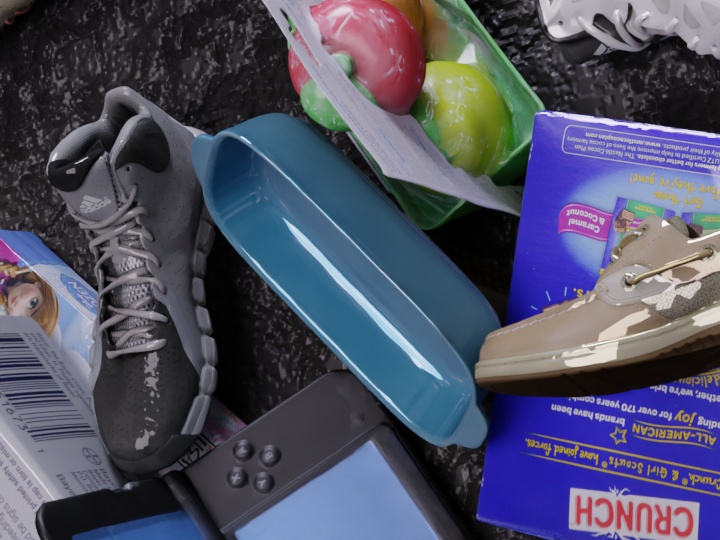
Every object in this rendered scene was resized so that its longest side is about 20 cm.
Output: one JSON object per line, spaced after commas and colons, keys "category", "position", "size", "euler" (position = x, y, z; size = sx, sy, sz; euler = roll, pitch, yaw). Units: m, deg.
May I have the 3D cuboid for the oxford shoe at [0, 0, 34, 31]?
{"category": "oxford shoe", "position": [-0.201, -0.160, 1.643], "size": [0.199, 0.070, 0.075], "euler": [4, 117, 31]}

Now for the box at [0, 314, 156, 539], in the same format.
{"category": "box", "position": [-0.206, 0.156, 1.546], "size": [0.200, 0.105, 0.184], "euler": [-48, 68, 20]}

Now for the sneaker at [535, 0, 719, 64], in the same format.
{"category": "sneaker", "position": [0.158, -0.120, 1.411], "size": [0.115, 0.076, 0.201], "euler": [-51, 56, 29]}

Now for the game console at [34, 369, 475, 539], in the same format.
{"category": "game console", "position": [-0.028, 0.159, 1.437], "size": [0.176, 0.116, 0.200], "euler": [-33, 74, -3]}

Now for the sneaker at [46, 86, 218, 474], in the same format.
{"category": "sneaker", "position": [-0.126, -0.004, 1.512], "size": [0.075, 0.115, 0.201], "euler": [-12, 58, 25]}

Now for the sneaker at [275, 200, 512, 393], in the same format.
{"category": "sneaker", "position": [-0.009, 0.004, 1.501], "size": [0.200, 0.070, 0.076], "euler": [29, 108, 31]}

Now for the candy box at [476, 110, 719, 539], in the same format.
{"category": "candy box", "position": [0.153, 0.036, 1.394], "size": [0.169, 0.077, 0.201], "euler": [11, 93, 30]}

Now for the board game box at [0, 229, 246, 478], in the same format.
{"category": "board game box", "position": [-0.173, 0.115, 1.614], "size": [0.199, 0.043, 0.200], "euler": [39, 108, 26]}

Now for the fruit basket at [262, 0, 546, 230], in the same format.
{"category": "fruit basket", "position": [0.004, -0.094, 1.421], "size": [0.094, 0.200, 0.185], "euler": [-44, 67, 21]}

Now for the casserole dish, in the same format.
{"category": "casserole dish", "position": [0.000, 0.000, 1.410], "size": [0.039, 0.121, 0.200], "euler": [-40, 78, -20]}

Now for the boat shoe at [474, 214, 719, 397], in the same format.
{"category": "boat shoe", "position": [0.142, 0.009, 1.319], "size": [0.199, 0.072, 0.065], "euler": [-17, 75, 21]}
